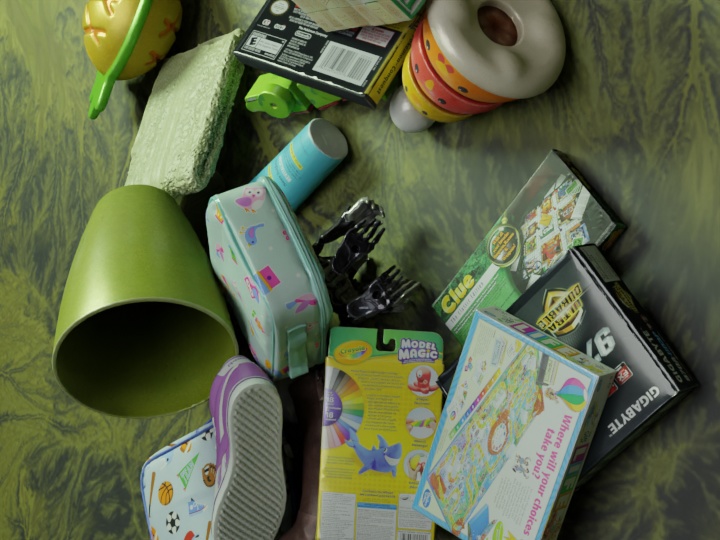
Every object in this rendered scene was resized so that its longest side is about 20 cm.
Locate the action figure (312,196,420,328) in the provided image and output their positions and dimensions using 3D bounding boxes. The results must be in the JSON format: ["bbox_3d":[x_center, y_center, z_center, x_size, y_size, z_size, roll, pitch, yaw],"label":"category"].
[{"bbox_3d":[0.000,0.000,1.675,0.120,0.101,0.200,60,170,-5],"label":"action figure"}]

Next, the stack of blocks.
[{"bbox_3d":[0.018,-0.290,1.591,0.116,0.058,0.200,-55,22,-11],"label":"stack of blocks"}]

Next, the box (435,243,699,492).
[{"bbox_3d":[0.179,0.099,1.522,0.200,0.046,0.160,-46,69,31],"label":"box"}]

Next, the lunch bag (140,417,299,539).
[{"bbox_3d":[-0.147,0.237,1.811,0.199,0.075,0.162,-29,66,38],"label":"lunch bag"}]

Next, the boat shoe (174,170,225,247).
[{"bbox_3d":[-0.215,-0.029,1.897,0.063,0.073,0.203,34,107,46],"label":"boat shoe"}]

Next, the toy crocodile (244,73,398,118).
[{"bbox_3d":[-0.044,-0.192,1.760,0.199,0.062,0.068,-11,41,44],"label":"toy crocodile"}]

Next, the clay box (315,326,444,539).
[{"bbox_3d":[0.021,0.156,1.617,0.113,0.048,0.203,4,88,5],"label":"clay box"}]

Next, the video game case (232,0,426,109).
[{"bbox_3d":[-0.012,-0.263,1.705,0.199,0.025,0.182,23,77,41],"label":"video game case"}]

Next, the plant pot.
[{"bbox_3d":[-0.225,0.014,1.756,0.187,0.186,0.202,-42,40,32],"label":"plant pot"}]

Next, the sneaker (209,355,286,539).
[{"bbox_3d":[-0.118,0.185,1.710,0.114,0.072,0.203,-136,52,-63],"label":"sneaker"}]

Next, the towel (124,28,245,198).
[{"bbox_3d":[-0.190,-0.164,1.867,0.147,0.036,0.202,-14,55,46],"label":"towel"}]

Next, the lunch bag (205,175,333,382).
[{"bbox_3d":[-0.084,0.014,1.654,0.161,0.076,0.200,61,167,20],"label":"lunch bag"}]

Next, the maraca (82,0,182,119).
[{"bbox_3d":[-0.266,-0.266,1.931,0.201,0.106,0.138,-62,16,23],"label":"maraca"}]

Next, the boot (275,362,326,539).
[{"bbox_3d":[-0.036,0.192,1.707,0.199,0.072,0.168,-33,71,24],"label":"boot"}]

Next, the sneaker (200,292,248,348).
[{"bbox_3d":[-0.148,0.053,1.824,0.200,0.075,0.080,-39,60,33],"label":"sneaker"}]

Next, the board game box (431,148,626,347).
[{"bbox_3d":[0.153,-0.002,1.586,0.201,0.023,0.105,-53,57,26],"label":"board game box"}]

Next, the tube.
[{"bbox_3d":[-0.089,-0.081,1.804,0.200,0.050,0.078,-44,52,38],"label":"tube"}]

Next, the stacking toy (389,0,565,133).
[{"bbox_3d":[0.088,-0.185,1.613,0.200,0.145,0.148,-45,57,52],"label":"stacking toy"}]

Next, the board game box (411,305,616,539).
[{"bbox_3d":[0.132,0.151,1.512,0.134,0.034,0.202,29,111,31],"label":"board game box"}]
